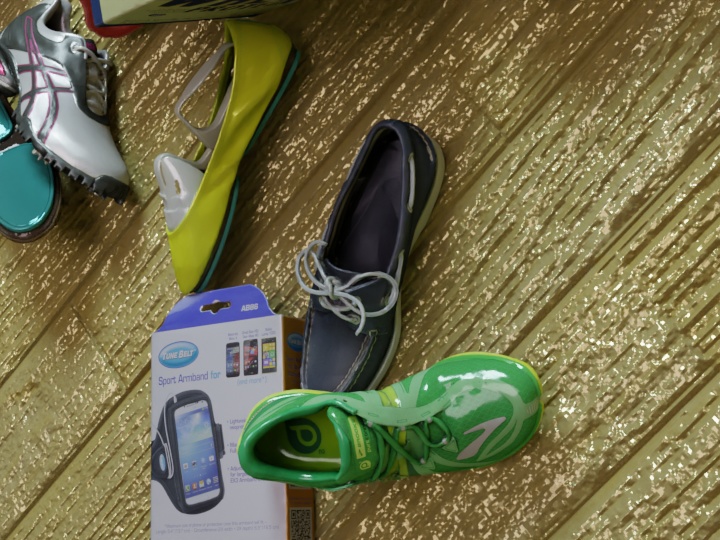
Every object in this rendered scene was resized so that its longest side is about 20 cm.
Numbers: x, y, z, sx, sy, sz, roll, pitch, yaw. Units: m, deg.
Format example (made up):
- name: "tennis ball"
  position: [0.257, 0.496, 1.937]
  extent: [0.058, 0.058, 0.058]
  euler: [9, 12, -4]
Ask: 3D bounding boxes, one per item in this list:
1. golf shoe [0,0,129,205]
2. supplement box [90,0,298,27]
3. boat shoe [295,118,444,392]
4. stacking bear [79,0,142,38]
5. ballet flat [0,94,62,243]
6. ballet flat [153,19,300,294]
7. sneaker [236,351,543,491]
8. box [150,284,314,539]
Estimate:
- name: "golf shoe"
  position: [-0.231, -0.138, 0.944]
  extent: [0.088, 0.077, 0.201]
  euler: [-44, 63, 9]
- name: "supplement box"
  position: [-0.093, -0.275, 0.777]
  extent: [0.199, 0.133, 0.204]
  euler: [2, 102, 59]
- name: "boat shoe"
  position: [0.000, 0.000, 0.787]
  extent: [0.074, 0.062, 0.203]
  euler: [25, 96, 26]
- name: "stacking bear"
  position: [-0.207, -0.307, 0.942]
  extent: [0.113, 0.121, 0.202]
  euler: [-28, 59, 11]
- name: "ballet flat"
  position: [-0.285, -0.080, 0.969]
  extent: [0.067, 0.073, 0.201]
  euler: [-29, 57, -17]
- name: "ballet flat"
  position: [-0.109, -0.086, 0.861]
  extent: [0.203, 0.066, 0.067]
  euler: [-67, 24, 2]
- name: "sneaker"
  position: [0.016, 0.102, 0.732]
  extent: [0.197, 0.084, 0.075]
  euler: [-13, 98, 15]
- name: "box"
  position: [-0.091, 0.115, 0.836]
  extent: [0.117, 0.041, 0.204]
  euler: [-8, 75, 29]
